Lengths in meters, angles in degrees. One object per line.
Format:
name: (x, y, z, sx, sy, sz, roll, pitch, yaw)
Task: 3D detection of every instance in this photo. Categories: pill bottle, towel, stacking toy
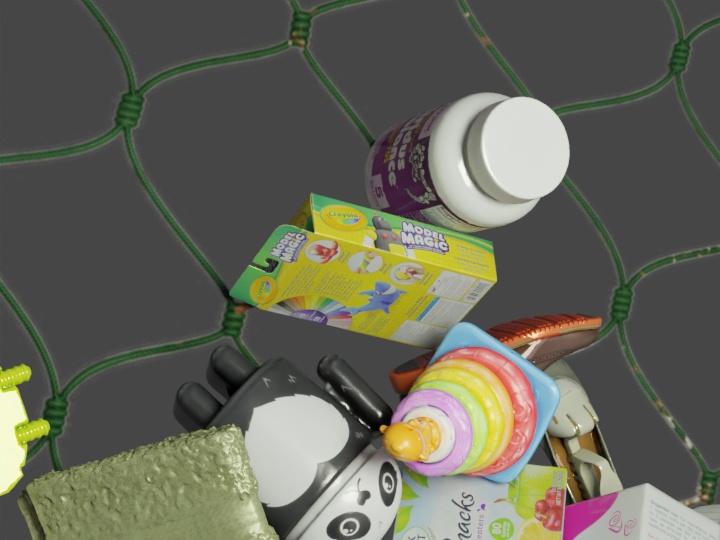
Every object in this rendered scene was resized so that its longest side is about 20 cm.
pill bottle: (0.090, -0.088, 1.647, 0.112, 0.200, 0.113, 3, 82, -25)
towel: (-0.162, 0.207, 1.530, 0.199, 0.036, 0.149, -19, 96, 16)
stacking toy: (0.067, 0.124, 1.561, 0.116, 0.200, 0.110, 34, 110, 17)

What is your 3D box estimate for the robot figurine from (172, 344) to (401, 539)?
robot figurine: (-0.059, 0.150, 1.577, 0.200, 0.125, 0.150, 42, 111, 6)

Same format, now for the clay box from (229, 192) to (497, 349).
clay box: (0.000, 0.000, 1.640, 0.199, 0.115, 0.048, 15, 49, -23)

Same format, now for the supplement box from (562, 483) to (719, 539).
supplement box: (0.224, 0.294, 1.631, 0.103, 0.101, 0.201, 29, 57, -31)

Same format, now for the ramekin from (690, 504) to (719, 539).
ramekin: (0.333, 0.303, 1.755, 0.199, 0.105, 0.202, -1, 92, -37)

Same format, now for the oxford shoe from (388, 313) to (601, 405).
oxford shoe: (0.124, 0.090, 1.718, 0.199, 0.071, 0.073, -19, 98, -12)

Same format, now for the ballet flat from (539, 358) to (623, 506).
ballet flat: (0.196, 0.155, 1.747, 0.067, 0.064, 0.201, -23, 94, -24)

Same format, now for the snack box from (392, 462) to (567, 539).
snack box: (0.094, 0.250, 1.617, 0.141, 0.053, 0.201, 4, 48, 6)

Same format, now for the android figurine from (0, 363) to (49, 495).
android figurine: (-0.339, 0.132, 1.511, 0.199, 0.041, 0.183, -18, 92, -24)
